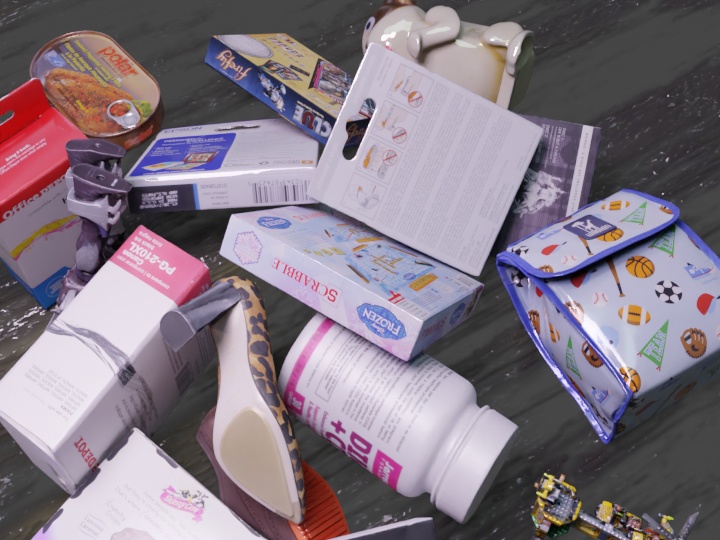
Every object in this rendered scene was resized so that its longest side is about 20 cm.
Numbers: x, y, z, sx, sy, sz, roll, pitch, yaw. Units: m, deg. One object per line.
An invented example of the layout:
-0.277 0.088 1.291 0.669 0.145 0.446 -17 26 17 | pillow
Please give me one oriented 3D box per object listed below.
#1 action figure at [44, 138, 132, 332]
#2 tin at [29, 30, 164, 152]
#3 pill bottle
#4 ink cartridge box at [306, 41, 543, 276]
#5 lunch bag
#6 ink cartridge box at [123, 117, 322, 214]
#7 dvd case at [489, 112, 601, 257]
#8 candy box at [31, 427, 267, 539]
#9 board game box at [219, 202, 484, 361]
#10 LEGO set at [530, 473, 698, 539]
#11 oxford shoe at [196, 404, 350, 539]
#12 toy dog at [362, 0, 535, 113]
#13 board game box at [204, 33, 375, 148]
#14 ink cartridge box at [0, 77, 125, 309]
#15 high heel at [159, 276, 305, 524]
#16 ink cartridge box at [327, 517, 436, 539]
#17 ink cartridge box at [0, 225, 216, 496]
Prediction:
-0.250 -0.015 0.815 0.068 0.203 0.132 9 38 -10 | action figure
-0.309 -0.212 1.026 0.111 0.042 0.200 -37 60 -17 | tin
0.032 0.124 0.769 0.198 0.114 0.114 31 62 19 | pill bottle
0.063 -0.108 0.867 0.196 0.047 0.163 24 97 -11 | ink cartridge box
0.245 0.024 0.825 0.167 0.125 0.202 -24 58 -14 | lunch bag
-0.137 -0.116 0.937 0.192 0.048 0.201 -5 22 1 | ink cartridge box
0.142 -0.091 0.916 0.195 0.016 0.153 11 94 8 | dvd case
-0.188 0.262 0.706 0.166 0.072 0.200 33 64 19 | candy box
0.000 0.000 0.819 0.197 0.042 0.199 29 17 18 | board game box
0.177 0.252 0.682 0.152 0.117 0.201 31 62 19 | LEGO set
-0.074 0.202 0.760 0.072 0.071 0.202 -42 70 21 | oxford shoe
0.095 -0.247 0.994 0.196 0.142 0.195 20 41 13 | toy dog
-0.061 -0.208 0.990 0.199 0.035 0.135 37 31 22 | board game box
-0.308 -0.070 0.842 0.067 0.202 0.116 37 64 24 | ink cartridge box
-0.079 0.100 0.740 0.071 0.142 0.203 -29 92 22 | high heel
-0.024 0.262 0.681 0.195 0.037 0.097 -7 77 -22 | ink cartridge box
-0.216 0.088 0.774 0.083 0.146 0.201 28 61 15 | ink cartridge box
